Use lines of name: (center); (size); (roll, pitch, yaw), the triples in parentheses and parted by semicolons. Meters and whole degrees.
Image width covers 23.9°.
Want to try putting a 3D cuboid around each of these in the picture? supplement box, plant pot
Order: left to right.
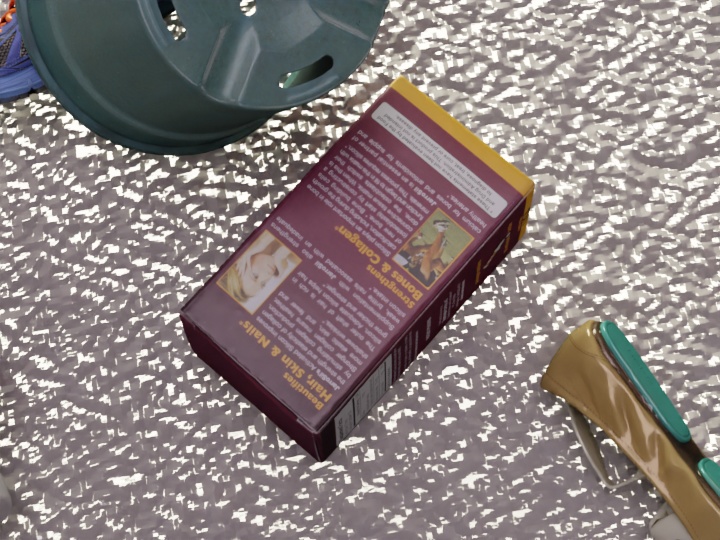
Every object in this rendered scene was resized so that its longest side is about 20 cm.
plant pot: (-0.084, -0.166, 0.978); (0.198, 0.196, 0.203); (-2, 95, -21)
supplement box: (0.000, 0.000, 1.017); (0.110, 0.086, 0.200); (39, 77, 13)

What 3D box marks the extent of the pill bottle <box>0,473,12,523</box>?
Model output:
pill bottle: (-0.281, 0.066, 0.987); (0.119, 0.120, 0.201); (-25, 73, -7)

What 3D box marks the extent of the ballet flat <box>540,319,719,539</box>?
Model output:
ballet flat: (0.180, 0.120, 0.991); (0.063, 0.068, 0.201); (-43, 70, 17)

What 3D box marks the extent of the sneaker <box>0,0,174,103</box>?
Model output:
sneaker: (-0.192, -0.170, 1.077); (0.199, 0.075, 0.079); (-35, 108, -17)
